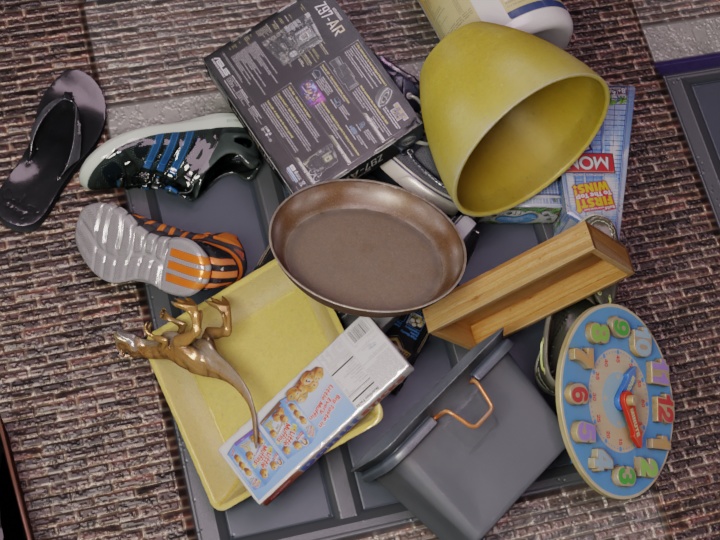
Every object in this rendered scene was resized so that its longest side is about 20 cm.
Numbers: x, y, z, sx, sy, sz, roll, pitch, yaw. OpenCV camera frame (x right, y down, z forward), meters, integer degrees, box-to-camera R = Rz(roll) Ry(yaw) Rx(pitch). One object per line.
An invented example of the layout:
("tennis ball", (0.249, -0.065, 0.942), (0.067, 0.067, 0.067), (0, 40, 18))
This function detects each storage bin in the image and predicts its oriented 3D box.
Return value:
("storage bin", (0.114, 0.176, 1.455), (0.134, 0.146, 0.200), (46, 67, 1))

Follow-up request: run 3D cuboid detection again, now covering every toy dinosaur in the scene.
("toy dinosaur", (-0.155, 0.084, 1.437), (0.199, 0.107, 0.060), (22, 21, 29))

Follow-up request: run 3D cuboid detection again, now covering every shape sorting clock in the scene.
("shape sorting clock", (0.267, 0.134, 1.492), (0.199, 0.039, 0.202), (12, 73, -47))

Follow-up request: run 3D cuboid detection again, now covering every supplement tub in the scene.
("supplement tub", (0.141, -0.323, 1.666), (0.143, 0.145, 0.201), (-21, 71, -17))

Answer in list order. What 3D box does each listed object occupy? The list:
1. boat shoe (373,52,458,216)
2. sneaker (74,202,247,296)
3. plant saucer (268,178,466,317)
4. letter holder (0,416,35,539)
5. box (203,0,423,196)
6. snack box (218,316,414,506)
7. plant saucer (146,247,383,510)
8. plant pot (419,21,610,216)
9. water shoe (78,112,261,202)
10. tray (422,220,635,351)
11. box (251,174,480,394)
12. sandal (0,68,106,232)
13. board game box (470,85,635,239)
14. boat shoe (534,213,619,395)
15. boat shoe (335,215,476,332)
("boat shoe", (0.054, -0.155, 1.592), (0.200, 0.075, 0.093), (42, 106, 16))
("sneaker", (-0.204, -0.017, 1.520), (0.199, 0.112, 0.078), (23, 103, 32))
("plant saucer", (0.006, -0.018, 1.436), (0.198, 0.032, 0.201), (6, 42, -5))
("letter holder", (-0.360, 0.234, 1.343), (0.100, 0.142, 0.202), (-15, 69, -15))
("box", (-0.051, -0.186, 1.555), (0.160, 0.044, 0.201), (-34, 76, -6))
("snack box", (-0.044, 0.135, 1.400), (0.200, 0.024, 0.072), (-43, 70, 5))
("plant saucer", (-0.094, 0.111, 1.459), (0.199, 0.048, 0.201), (-30, 71, 10))
("plant pot", (0.141, -0.177, 1.524), (0.199, 0.201, 0.142), (-27, 62, -19))
("water shoe", (-0.202, -0.113, 1.559), (0.198, 0.072, 0.079), (-19, 68, -17))
("tray", (0.171, 0.019, 1.485), (0.199, 0.098, 0.037), (-29, 60, 26))
("box", (0.000, 0.000, 1.555), (0.199, 0.050, 0.200), (28, 66, 3))
("sandal", (-0.331, -0.134, 1.564), (0.075, 0.043, 0.202), (19, 65, -1))
("board game box", (0.222, -0.109, 1.631), (0.198, 0.062, 0.202), (0, 66, -9))
("boat shoe", (0.236, 0.034, 1.540), (0.071, 0.060, 0.204), (16, 83, 4))
("boat shoe", (0.038, 0.002, 1.503), (0.066, 0.070, 0.200), (42, 74, 8))
